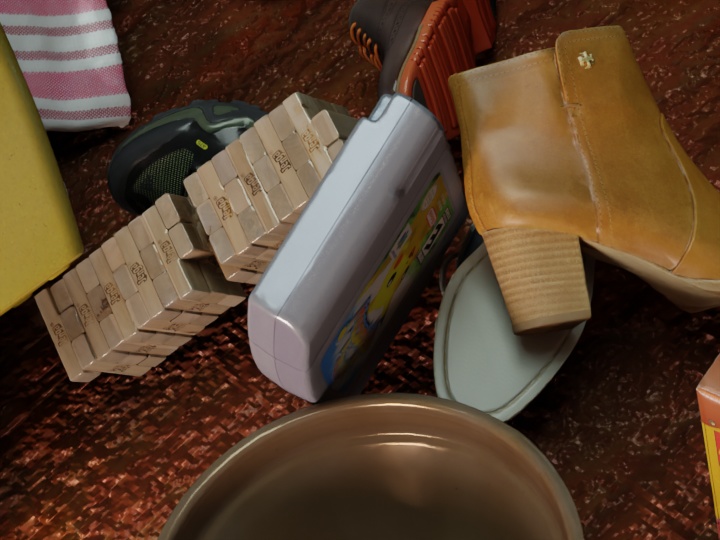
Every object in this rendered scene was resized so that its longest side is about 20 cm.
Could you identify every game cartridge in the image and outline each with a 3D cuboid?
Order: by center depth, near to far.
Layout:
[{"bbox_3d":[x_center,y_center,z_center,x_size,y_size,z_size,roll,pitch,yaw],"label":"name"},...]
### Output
[{"bbox_3d":[0.000,0.000,1.040,0.040,0.200,0.134,34,85,12],"label":"game cartridge"}]

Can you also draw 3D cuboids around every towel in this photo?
[{"bbox_3d":[-0.214,-0.177,1.276,0.146,0.030,0.201,-5,76,-37],"label":"towel"}]

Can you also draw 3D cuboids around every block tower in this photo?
[{"bbox_3d":[-0.075,-0.016,1.131,0.200,0.058,0.054,-35,68,22],"label":"block tower"}]

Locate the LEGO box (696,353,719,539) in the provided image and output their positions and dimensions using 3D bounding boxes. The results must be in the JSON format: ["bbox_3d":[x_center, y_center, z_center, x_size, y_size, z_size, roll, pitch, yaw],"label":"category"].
[{"bbox_3d":[0.253,0.105,0.931,0.199,0.149,0.077,24,60,32],"label":"LEGO box"}]

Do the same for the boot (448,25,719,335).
[{"bbox_3d":[0.147,-0.052,1.083,0.200,0.071,0.145,-7,82,-18],"label":"boot"}]

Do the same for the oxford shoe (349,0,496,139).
[{"bbox_3d":[0.029,-0.122,1.228,0.072,0.071,0.200,-9,25,17],"label":"oxford shoe"}]

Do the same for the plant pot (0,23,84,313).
[{"bbox_3d":[-0.252,-0.033,1.102,0.200,0.200,0.177,-38,95,-20],"label":"plant pot"}]

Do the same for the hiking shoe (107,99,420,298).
[{"bbox_3d":[-0.053,-0.032,1.185,0.199,0.076,0.101,4,48,18],"label":"hiking shoe"}]

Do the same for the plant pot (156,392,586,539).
[{"bbox_3d":[0.008,0.161,0.991,0.200,0.093,0.201,-7,50,9],"label":"plant pot"}]

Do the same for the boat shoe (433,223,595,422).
[{"bbox_3d":[0.080,-0.001,1.123,0.075,0.062,0.201,17,62,-3],"label":"boat shoe"}]
